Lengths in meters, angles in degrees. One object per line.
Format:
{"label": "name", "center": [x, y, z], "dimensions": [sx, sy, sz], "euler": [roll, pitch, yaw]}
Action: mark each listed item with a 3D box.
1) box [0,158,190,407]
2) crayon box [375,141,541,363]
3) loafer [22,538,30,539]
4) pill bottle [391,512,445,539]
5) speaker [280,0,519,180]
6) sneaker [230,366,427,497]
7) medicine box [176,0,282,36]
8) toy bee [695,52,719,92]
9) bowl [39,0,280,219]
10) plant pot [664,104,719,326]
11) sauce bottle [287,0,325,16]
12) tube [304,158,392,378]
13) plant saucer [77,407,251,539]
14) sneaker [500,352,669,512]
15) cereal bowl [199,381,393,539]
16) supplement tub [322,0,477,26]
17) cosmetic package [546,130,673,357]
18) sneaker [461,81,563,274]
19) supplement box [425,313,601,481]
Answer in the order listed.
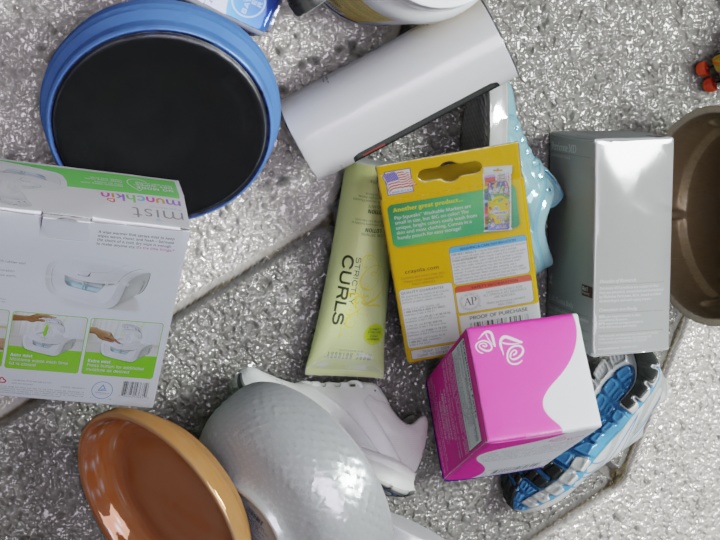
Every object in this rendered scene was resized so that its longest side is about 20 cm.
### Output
{"label": "box", "center": [-0.255, 0.010, 1.245], "dimensions": [0.199, 0.097, 0.177], "euler": [6, 118, -17]}
{"label": "crayon box", "center": [0.087, -0.023, 1.336], "dimensions": [0.125, 0.052, 0.201], "euler": [-9, 120, 2]}
{"label": "loafer", "center": [-0.285, 0.276, 1.315], "dimensions": [0.200, 0.076, 0.068], "euler": [26, 96, -18]}
{"label": "pill bottle", "center": [0.005, 0.325, 1.388], "dimensions": [0.111, 0.111, 0.200], "euler": [25, 90, -18]}
{"label": "speaker", "center": [0.031, -0.157, 1.316], "dimensions": [0.200, 0.081, 0.081], "euler": [-28, 105, 5]}
{"label": "sneaker", "center": [-0.027, 0.133, 1.383], "dimensions": [0.200, 0.074, 0.087], "euler": [30, 72, -21]}
{"label": "medicine box", "center": [-0.142, -0.316, 1.257], "dimensions": [0.200, 0.103, 0.183], "euler": [23, 91, -19]}
{"label": "toy bee", "center": [0.375, -0.209, 1.437], "dimensions": [0.200, 0.109, 0.131], "euler": [-13, 94, -39]}
{"label": "bowl", "center": [-0.165, -0.126, 1.260], "dimensions": [0.200, 0.039, 0.201], "euler": [-3, 127, -4]}
{"label": "plant pot", "center": [0.397, -0.052, 1.422], "dimensions": [0.183, 0.200, 0.201], "euler": [-2, 99, -28]}
{"label": "sauce bottle", "center": [-0.088, -0.293, 1.189], "dimensions": [0.065, 0.065, 0.200], "euler": [-39, 106, -8]}
{"label": "tube", "center": [0.000, 0.000, 1.374], "dimensions": [0.058, 0.052, 0.201], "euler": [12, 100, 21]}
{"label": "plant saucer", "center": [-0.161, 0.201, 1.291], "dimensions": [0.037, 0.200, 0.201], "euler": [-34, 108, -40]}
{"label": "sneaker", "center": [0.223, 0.164, 1.454], "dimensions": [0.200, 0.075, 0.087], "euler": [-43, 140, 6]}
{"label": "cereal bowl", "center": [-0.071, 0.200, 1.296], "dimensions": [0.083, 0.200, 0.201], "euler": [-32, 107, -36]}
{"label": "supplement tub", "center": [0.036, -0.277, 1.263], "dimensions": [0.145, 0.200, 0.146], "euler": [-2, 99, -16]}
{"label": "cosmetic package", "center": [0.229, -0.029, 1.406], "dimensions": [0.090, 0.107, 0.201], "euler": [-6, 98, -16]}
{"label": "sneaker", "center": [0.142, -0.088, 1.393], "dimensions": [0.082, 0.074, 0.201], "euler": [-10, 112, -16]}
{"label": "supplement box", "center": [0.129, 0.116, 1.333], "dimensions": [0.101, 0.200, 0.104], "euler": [-7, 76, -10]}
